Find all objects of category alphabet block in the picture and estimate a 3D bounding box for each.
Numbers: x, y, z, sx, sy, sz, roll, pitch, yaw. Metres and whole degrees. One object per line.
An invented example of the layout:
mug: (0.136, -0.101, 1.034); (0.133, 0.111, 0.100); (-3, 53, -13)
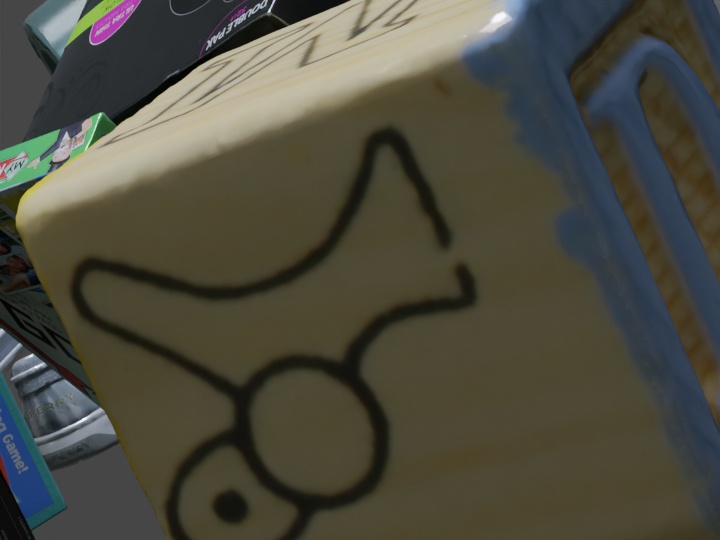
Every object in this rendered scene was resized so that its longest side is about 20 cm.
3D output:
alphabet block: (0.032, 0.001, 0.980); (0.199, 0.196, 0.196); (-19, 11, 27)

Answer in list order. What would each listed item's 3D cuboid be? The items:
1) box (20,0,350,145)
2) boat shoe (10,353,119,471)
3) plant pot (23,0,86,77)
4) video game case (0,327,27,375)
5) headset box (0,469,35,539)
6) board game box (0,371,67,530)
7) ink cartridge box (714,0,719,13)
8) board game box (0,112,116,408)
box: (-0.035, -0.089, 1.206); (0.200, 0.124, 0.149); (-27, 34, 44)
boat shoe: (-0.138, 0.045, 1.494); (0.074, 0.065, 0.202); (-22, 12, 19)
plant pot: (-0.217, -0.243, 2.765); (0.196, 0.201, 0.200); (-35, 12, -9)
video game case: (-0.205, 0.059, 1.475); (0.200, 0.018, 0.143); (-47, 4, -10)
headset box: (-0.263, 0.108, 1.187); (0.200, 0.175, 0.093); (-33, 14, -30)
board game box: (-0.254, 0.094, 1.291); (0.200, 0.153, 0.045); (-33, 13, -32)
ink cartridge box: (0.186, -0.103, 1.244); (0.199, 0.145, 0.145); (-27, 10, -11)
board game box: (-0.091, 0.016, 1.199); (0.134, 0.200, 0.029); (-15, 44, 42)
